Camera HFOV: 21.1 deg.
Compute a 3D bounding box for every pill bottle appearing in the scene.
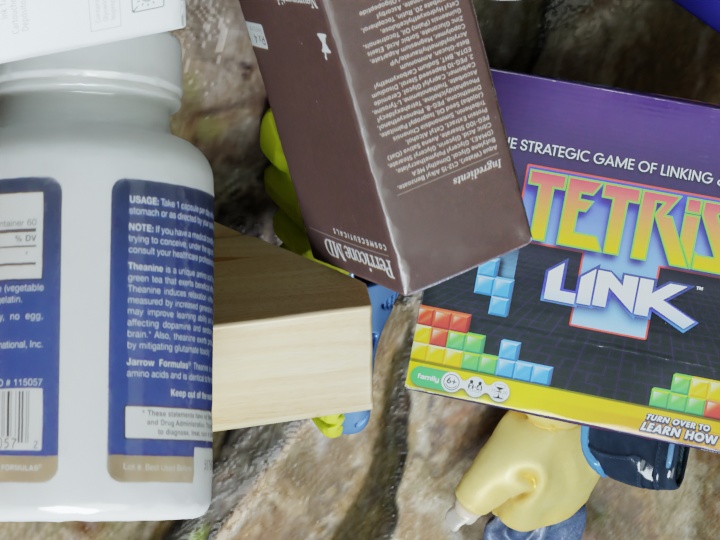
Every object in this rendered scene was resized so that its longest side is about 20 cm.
[{"bbox_3d":[-0.116,0.003,0.795,0.111,0.111,0.200,4,82,-33],"label":"pill bottle"}]

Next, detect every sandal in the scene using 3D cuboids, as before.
[{"bbox_3d":[0.000,0.000,0.985,0.087,0.079,0.200,-16,130,-25],"label":"sandal"}]

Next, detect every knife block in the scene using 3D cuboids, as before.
[{"bbox_3d":[-0.117,0.044,0.884,0.176,0.200,0.064,-42,143,-40],"label":"knife block"}]

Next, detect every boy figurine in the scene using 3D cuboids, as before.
[{"bbox_3d":[0.101,0.113,1.130,0.124,0.064,0.200,-22,130,-29],"label":"boy figurine"}]

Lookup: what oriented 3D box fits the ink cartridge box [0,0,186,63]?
[{"bbox_3d":[-0.173,-0.111,0.678,0.200,0.109,0.050,-15,129,-19],"label":"ink cartridge box"}]

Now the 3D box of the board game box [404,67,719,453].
[{"bbox_3d":[0.135,-0.005,0.951,0.200,0.057,0.165,10,96,8],"label":"board game box"}]

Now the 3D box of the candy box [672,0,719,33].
[{"bbox_3d":[0.259,-0.165,0.932,0.077,0.200,0.169,13,112,-35],"label":"candy box"}]

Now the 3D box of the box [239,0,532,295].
[{"bbox_3d":[0.001,-0.099,0.851,0.075,0.100,0.200,-25,109,-20],"label":"box"}]

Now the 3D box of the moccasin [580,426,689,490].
[{"bbox_3d":[0.197,0.035,1.094,0.200,0.068,0.080,-64,150,-6],"label":"moccasin"}]
